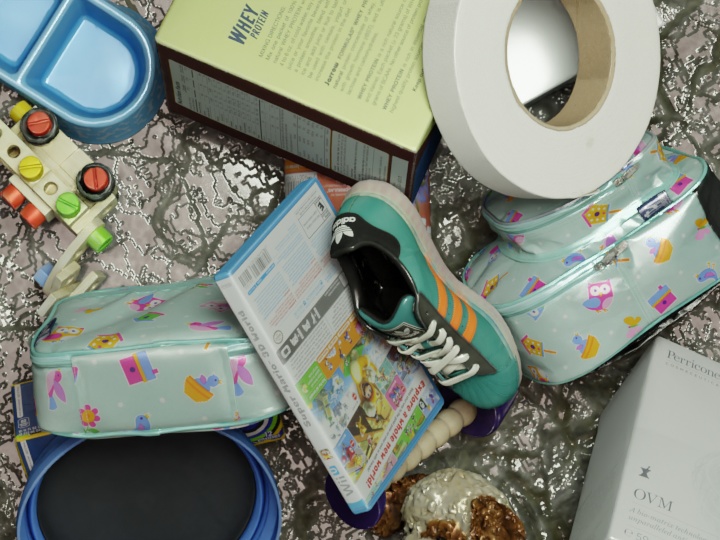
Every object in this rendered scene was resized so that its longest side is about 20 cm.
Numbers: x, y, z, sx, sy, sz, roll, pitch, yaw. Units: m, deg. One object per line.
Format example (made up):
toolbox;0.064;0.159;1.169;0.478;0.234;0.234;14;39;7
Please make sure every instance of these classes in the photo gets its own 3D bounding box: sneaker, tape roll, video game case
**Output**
sneaker;0.041;0.034;1.588;0.071;0.080;0.200;-24;113;35
tape roll;0.129;-0.149;1.543;0.202;0.037;0.204;-3;94;-39
video game case;-0.019;0.052;1.574;0.018;0.143;0.201;-19;109;35

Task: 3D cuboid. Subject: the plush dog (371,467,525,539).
plush dog;0.083;0.235;1.687;0.160;0.200;0.173;-16;104;-36

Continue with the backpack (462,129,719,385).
backpack;0.172;-0.015;1.665;0.200;0.176;0.153;-43;110;-1

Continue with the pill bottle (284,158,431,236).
pill bottle;0.000;0.000;1.694;0.112;0.112;0.201;-2;91;-4

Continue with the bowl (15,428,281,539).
bowl;-0.160;0.183;1.676;0.199;0.039;0.202;-5;123;-8

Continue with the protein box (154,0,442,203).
protein box;-0.015;-0.185;1.596;0.199;0.135;0.199;23;74;5

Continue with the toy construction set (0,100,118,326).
toy construction set;-0.261;-0.051;1.687;0.131;0.092;0.200;-44;95;-11

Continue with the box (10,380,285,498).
box;-0.163;0.108;1.695;0.199;0.070;0.065;-14;128;-3

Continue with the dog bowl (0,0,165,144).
dog bowl;-0.241;-0.179;1.710;0.199;0.050;0.112;32;88;-2

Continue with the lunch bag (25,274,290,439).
lunch bag;-0.142;0.056;1.616;0.199;0.161;0.077;-4;111;6

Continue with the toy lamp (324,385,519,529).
toy lamp;0.052;0.125;1.676;0.200;0.058;0.058;-32;93;-45

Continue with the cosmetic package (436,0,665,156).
cosmetic package;0.121;-0.184;1.716;0.199;0.081;0.113;-31;89;-2

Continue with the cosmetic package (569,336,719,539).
cosmetic package;0.271;0.189;1.661;0.199;0.123;0.201;23;48;-4
